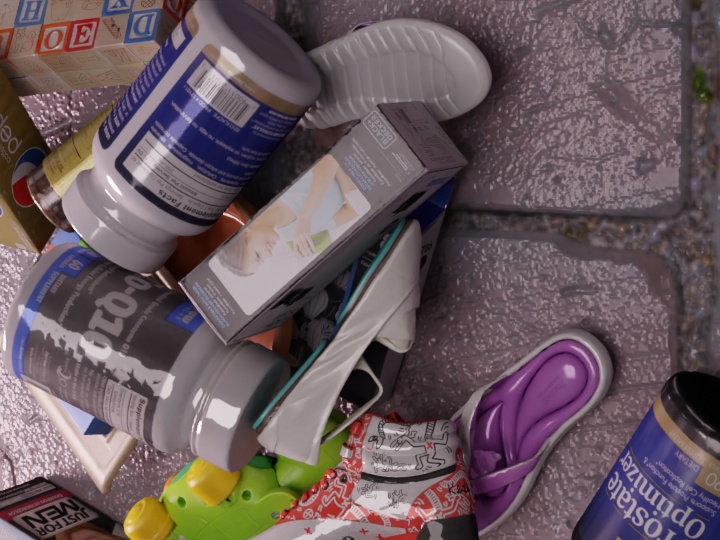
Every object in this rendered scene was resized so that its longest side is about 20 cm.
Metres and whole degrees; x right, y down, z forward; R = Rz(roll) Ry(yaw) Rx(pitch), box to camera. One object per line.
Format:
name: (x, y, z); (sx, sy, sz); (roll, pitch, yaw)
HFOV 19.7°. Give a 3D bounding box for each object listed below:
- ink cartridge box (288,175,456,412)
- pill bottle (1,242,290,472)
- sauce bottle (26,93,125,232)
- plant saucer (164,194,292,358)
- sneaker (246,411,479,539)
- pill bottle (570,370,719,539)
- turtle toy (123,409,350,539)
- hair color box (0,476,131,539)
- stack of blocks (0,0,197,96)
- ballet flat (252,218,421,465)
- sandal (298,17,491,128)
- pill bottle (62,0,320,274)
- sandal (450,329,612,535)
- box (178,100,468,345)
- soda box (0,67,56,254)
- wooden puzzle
ink cartridge box: (0.000, 0.000, 1.592); (0.099, 0.039, 0.201); (27, 117, 23)
pill bottle: (-0.161, 0.068, 1.566); (0.199, 0.114, 0.115); (25, 109, 15)
sauce bottle: (-0.173, -0.111, 1.650); (0.199, 0.065, 0.065); (-36, 81, 10)
plant saucer: (-0.123, 0.030, 1.657); (0.199, 0.032, 0.202); (3, 94, 45)
sneaker: (-0.012, 0.167, 1.553); (0.200, 0.067, 0.109); (-12, 78, 19)
pill bottle: (0.219, 0.181, 1.474); (0.112, 0.112, 0.201); (36, 113, 19)
turtle toy: (-0.082, 0.184, 1.640); (0.146, 0.101, 0.200); (42, 119, -18)
hair color box: (-0.229, 0.252, 1.735); (0.199, 0.099, 0.061); (28, 109, 22)
stack of blocks: (-0.220, -0.209, 1.652); (0.198, 0.059, 0.116); (-3, 65, 29)
ballet flat: (0.000, 0.057, 1.522); (0.069, 0.069, 0.201); (36, 91, 19)
sandal: (0.019, -0.155, 1.563); (0.201, 0.050, 0.083); (-2, 119, 40)
pill bottle: (-0.131, -0.100, 1.559); (0.116, 0.116, 0.200); (47, 110, 14)
sandal: (0.106, 0.122, 1.552); (0.082, 0.050, 0.203); (43, 115, 16)
box: (-0.026, -0.035, 1.500); (0.200, 0.117, 0.060); (-40, 83, 16)
soda box: (-0.303, -0.101, 1.668); (0.064, 0.201, 0.068); (14, 61, 26)
wooden puzzle: (-0.225, 0.053, 1.701); (0.185, 0.046, 0.201); (48, 122, 31)
